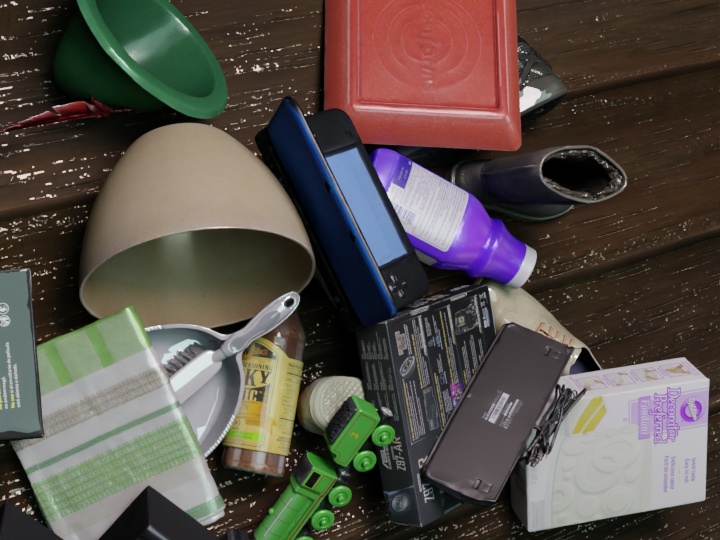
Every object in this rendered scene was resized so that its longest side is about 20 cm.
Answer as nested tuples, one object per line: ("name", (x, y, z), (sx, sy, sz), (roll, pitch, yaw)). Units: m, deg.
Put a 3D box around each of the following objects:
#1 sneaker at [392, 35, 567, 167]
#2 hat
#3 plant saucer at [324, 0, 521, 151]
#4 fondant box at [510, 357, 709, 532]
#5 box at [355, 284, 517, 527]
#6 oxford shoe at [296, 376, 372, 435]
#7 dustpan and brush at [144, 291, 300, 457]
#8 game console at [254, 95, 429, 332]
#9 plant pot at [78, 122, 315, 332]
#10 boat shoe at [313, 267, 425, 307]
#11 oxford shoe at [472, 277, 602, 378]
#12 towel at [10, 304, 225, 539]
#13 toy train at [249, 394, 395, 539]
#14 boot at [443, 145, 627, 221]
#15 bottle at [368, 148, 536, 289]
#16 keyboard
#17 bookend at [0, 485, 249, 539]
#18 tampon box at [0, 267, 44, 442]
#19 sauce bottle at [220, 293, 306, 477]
("sneaker", (0.106, -0.184, 1.210), (0.199, 0.076, 0.114), (-28, 78, -12))
("hat", (-0.249, -0.160, 1.043), (0.200, 0.176, 0.166), (27, 34, -45))
("plant saucer", (0.065, -0.223, 1.156), (0.199, 0.037, 0.200), (2, 74, -8))
("fondant box", (0.257, 0.180, 1.204), (0.199, 0.058, 0.145), (-8, 110, -11))
("box", (0.078, 0.127, 1.133), (0.160, 0.043, 0.201), (-18, 100, -45))
("oxford shoe", (0.016, 0.142, 1.141), (0.200, 0.058, 0.075), (17, 71, -41))
("dustpan and brush", (-0.137, 0.082, 1.032), (0.200, 0.057, 0.140), (-40, 105, -10))
("game console", (0.002, -0.059, 1.018), (0.171, 0.118, 0.200), (-25, 89, -46))
("plant pot", (-0.148, -0.047, 1.008), (0.200, 0.200, 0.135), (2, 62, -28))
("boat shoe", (0.000, 0.000, 1.134), (0.200, 0.069, 0.074), (39, 69, -20))
("oxford shoe", (0.199, 0.073, 1.230), (0.200, 0.074, 0.071), (43, 68, -18))
("towel", (-0.220, 0.147, 1.000), (0.149, 0.031, 0.200), (-23, 94, -1))
("toy train", (-0.041, 0.201, 1.066), (0.056, 0.042, 0.200), (30, 102, -27))
("boot", (0.200, -0.092, 1.174), (0.181, 0.200, 0.073), (-3, 86, -28))
("bottle", (0.084, -0.046, 1.171), (0.200, 0.065, 0.084), (27, 71, -14))
("keyboard", (0.144, 0.147, 1.118), (0.104, 0.040, 0.200), (24, 58, 17))
("bookend", (-0.223, 0.251, 0.937), (0.199, 0.092, 0.200), (42, 94, -18))
("tampon box", (-0.350, 0.074, 0.880), (0.199, 0.150, 0.127), (-5, 87, -17))
("sauce bottle", (-0.086, 0.090, 1.085), (0.065, 0.065, 0.201), (13, 77, -26))
